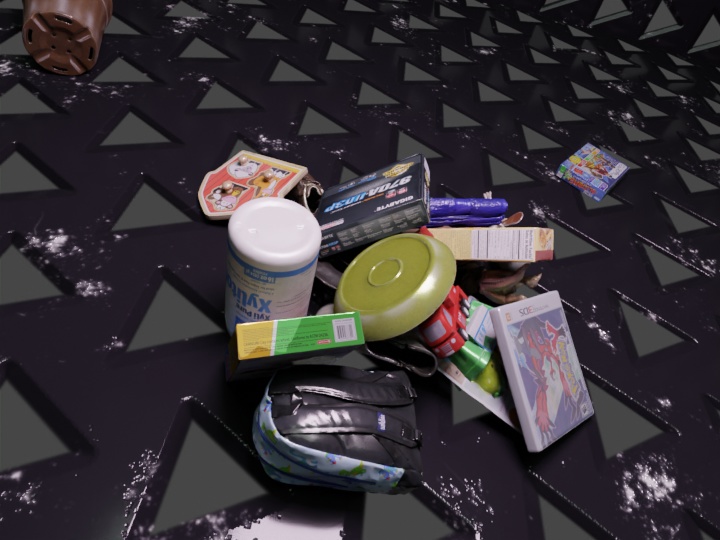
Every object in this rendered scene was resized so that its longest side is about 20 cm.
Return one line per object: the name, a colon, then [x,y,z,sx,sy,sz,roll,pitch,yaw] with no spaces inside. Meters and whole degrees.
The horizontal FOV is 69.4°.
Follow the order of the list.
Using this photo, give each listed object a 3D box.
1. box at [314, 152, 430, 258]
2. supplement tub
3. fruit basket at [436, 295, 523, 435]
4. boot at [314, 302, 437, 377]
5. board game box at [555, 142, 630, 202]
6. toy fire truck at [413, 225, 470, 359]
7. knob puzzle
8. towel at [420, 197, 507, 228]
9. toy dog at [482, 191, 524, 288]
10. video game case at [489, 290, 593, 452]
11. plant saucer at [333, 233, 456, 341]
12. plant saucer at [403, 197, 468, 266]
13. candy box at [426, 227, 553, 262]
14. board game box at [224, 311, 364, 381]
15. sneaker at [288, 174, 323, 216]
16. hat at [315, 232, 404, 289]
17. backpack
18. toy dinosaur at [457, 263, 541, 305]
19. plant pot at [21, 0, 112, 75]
box: [0.020,-0.110,0.865,0.196,0.047,0.161,-17,34,20]
supplement tub: [-0.132,0.010,0.759,0.128,0.203,0.134,8,43,-8]
fruit basket: [0.228,0.145,0.817,0.198,0.095,0.186,32,46,10]
boot: [0.017,0.096,0.762,0.195,0.069,0.131,16,0,5]
board game box: [0.623,-0.266,1.388,0.135,0.035,0.199,40,48,21]
toy fire truck: [0.108,0.026,0.797,0.142,0.048,0.201,49,26,-11]
knob puzzle: [-0.226,-0.167,0.993,0.213,0.031,0.223,-4,44,4]
towel: [0.153,-0.097,0.956,0.194,0.148,0.051,-1,86,-8]
toy dog: [0.306,-0.059,1.034,0.094,0.133,0.204,-8,54,6]
video game case: [0.278,0.142,0.784,0.179,0.023,0.205,-8,81,-42]
plant saucer: [0.040,0.011,0.748,0.196,0.031,0.202,-21,37,17]
plant saucer: [0.147,-0.071,1.047,0.195,0.037,0.203,9,45,-9]
candy box: [0.212,-0.044,0.877,0.196,0.057,0.114,2,4,34]
board game box: [-0.096,0.104,0.680,0.149,0.200,0.041,-4,73,-21]
sneaker: [-0.094,-0.149,1.020,0.069,0.077,0.202,-7,49,-23]
hat: [0.000,0.000,0.900,0.195,0.082,0.203,4,40,-3]
backpack: [-0.037,0.198,0.659,0.197,0.154,0.166,21,40,-28]
toy dinosaur: [0.230,0.025,0.901,0.133,0.200,0.088,23,83,10]
plant pot: [-0.677,-0.570,1.188,0.195,0.202,0.202,-3,55,-19]
